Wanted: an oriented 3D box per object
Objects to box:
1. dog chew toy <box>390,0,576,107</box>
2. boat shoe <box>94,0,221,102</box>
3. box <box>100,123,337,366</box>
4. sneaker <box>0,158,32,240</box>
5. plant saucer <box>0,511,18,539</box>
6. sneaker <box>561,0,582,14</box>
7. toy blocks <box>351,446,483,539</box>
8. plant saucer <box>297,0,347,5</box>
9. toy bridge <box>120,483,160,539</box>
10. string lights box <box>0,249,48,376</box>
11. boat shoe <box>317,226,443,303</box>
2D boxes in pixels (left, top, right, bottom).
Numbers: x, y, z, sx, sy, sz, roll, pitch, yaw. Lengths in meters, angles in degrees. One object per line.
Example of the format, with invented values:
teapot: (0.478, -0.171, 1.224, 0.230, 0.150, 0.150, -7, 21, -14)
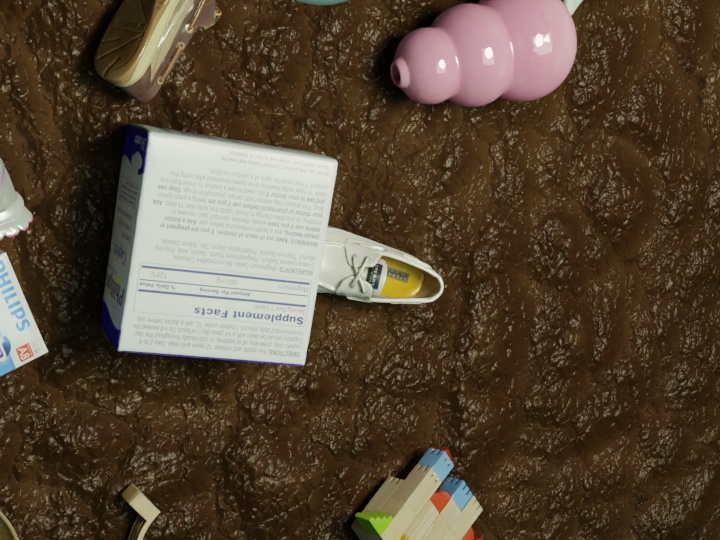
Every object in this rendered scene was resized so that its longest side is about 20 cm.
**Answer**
dog chew toy: (0.124, -0.227, 1.288, 0.200, 0.124, 0.125, -17, 110, -21)
boat shoe: (-0.166, -0.245, 1.126, 0.072, 0.072, 0.200, 39, 73, -54)
box: (-0.135, -0.023, 1.155, 0.184, 0.105, 0.200, 7, 97, -24)
sneaker: (-0.377, -0.051, 1.024, 0.200, 0.081, 0.088, -25, 113, -36)
plant saucer: (-0.404, 0.282, 1.106, 0.200, 0.035, 0.201, -8, 105, -32)
sneaker: (0.183, -0.344, 1.328, 0.200, 0.075, 0.081, 29, 94, -34)
toy blocks: (0.080, 0.293, 1.405, 0.137, 0.100, 0.200, -48, 122, -28)
plant saucer: (-0.030, -0.361, 1.206, 0.200, 0.027, 0.201, -8, 105, -32)
toy bridge: (-0.270, 0.304, 1.205, 0.200, 0.027, 0.067, -47, 123, -15)
string lights box: (-0.383, 0.066, 1.054, 0.200, 0.059, 0.103, -29, 114, -25)
boat shoe: (0.000, 0.000, 1.284, 0.200, 0.070, 0.071, 16, 91, -33)
